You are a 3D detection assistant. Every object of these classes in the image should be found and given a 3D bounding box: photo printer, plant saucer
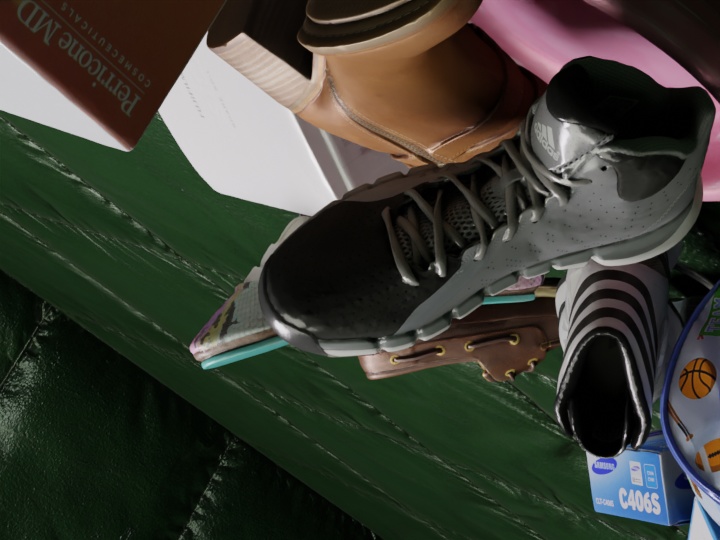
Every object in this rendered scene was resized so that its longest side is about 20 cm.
[{"bbox_3d":[-0.062,-0.114,0.991,0.200,0.069,0.167,17,138,57],"label":"photo printer"},{"bbox_3d":[0.100,-0.105,0.806,0.200,0.051,0.201,29,169,6],"label":"plant saucer"}]

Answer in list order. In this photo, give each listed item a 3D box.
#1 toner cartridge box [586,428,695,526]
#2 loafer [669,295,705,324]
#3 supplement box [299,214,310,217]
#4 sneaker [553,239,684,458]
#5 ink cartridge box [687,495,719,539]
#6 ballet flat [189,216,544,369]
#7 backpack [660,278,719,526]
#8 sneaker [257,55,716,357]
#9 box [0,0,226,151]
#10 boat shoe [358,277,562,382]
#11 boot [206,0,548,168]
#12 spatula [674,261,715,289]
[{"bbox_3d":[0.242,0.106,1.053,0.199,0.043,0.095,-9,180,-20],"label":"toner cartridge box"},{"bbox_3d":[0.219,0.044,1.070,0.062,0.072,0.200,-8,-171,-14],"label":"loafer"},{"bbox_3d":[0.019,-0.022,1.120,0.108,0.061,0.200,0,-177,-6],"label":"supplement box"},{"bbox_3d":[0.128,0.056,0.967,0.075,0.116,0.201,11,153,14],"label":"sneaker"},{"bbox_3d":[0.283,0.141,0.982,0.116,0.199,0.068,79,171,-59],"label":"ink cartridge box"},{"bbox_3d":[0.000,0.000,0.986,0.199,0.072,0.069,-12,180,2],"label":"ballet flat"},{"bbox_3d":[0.242,0.072,0.873,0.190,0.200,0.154,26,161,37],"label":"backpack"},{"bbox_3d":[0.052,-0.037,0.723,0.116,0.199,0.075,98,150,-63],"label":"sneaker"},{"bbox_3d":[-0.109,-0.174,0.670,0.106,0.201,0.152,19,164,43],"label":"box"},{"bbox_3d":[0.093,0.039,1.189,0.199,0.068,0.072,-1,-178,-3],"label":"boat shoe"},{"bbox_3d":[0.037,-0.082,0.762,0.155,0.077,0.200,28,160,-24],"label":"boot"},{"bbox_3d":[0.168,0.000,0.996,0.199,0.021,0.057,10,167,12],"label":"spatula"}]
